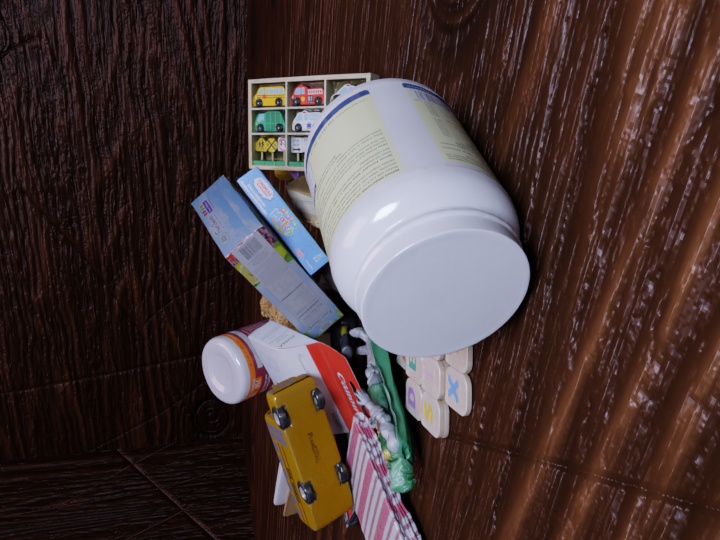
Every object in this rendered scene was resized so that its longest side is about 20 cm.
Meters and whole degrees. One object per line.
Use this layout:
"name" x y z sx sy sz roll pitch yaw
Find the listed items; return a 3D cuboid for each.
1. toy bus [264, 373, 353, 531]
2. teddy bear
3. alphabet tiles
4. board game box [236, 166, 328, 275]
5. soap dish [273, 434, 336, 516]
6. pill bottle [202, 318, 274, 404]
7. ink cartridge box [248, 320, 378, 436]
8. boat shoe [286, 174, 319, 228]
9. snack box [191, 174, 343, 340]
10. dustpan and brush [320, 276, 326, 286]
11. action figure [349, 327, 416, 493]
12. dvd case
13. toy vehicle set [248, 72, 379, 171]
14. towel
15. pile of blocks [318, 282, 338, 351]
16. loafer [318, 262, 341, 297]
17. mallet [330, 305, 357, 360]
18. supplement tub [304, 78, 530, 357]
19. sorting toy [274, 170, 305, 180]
"toy bus" -0.071 0.237 0.826 0.078 0.065 0.201 3 113 60
"teddy bear" -0.108 0.055 0.986 0.145 0.067 0.200 -54 33 21
"alphabet tiles" 0.069 0.064 0.648 0.196 0.015 0.201 -152 61 -73
"board game box" -0.108 -0.073 0.885 0.152 0.037 0.200 52 178 -9
"soap dish" -0.083 0.271 1.018 0.200 0.081 0.158 -85 8 -55
"pill bottle" -0.158 0.142 1.066 0.113 0.200 0.114 14 111 39
"ink cartridge box" -0.061 0.163 0.849 0.200 0.047 0.161 16 135 54
"boat shoe" -0.021 -0.076 0.818 0.200 0.074 0.069 28 142 48
"snack box" -0.128 -0.015 0.861 0.200 0.068 0.169 50 178 -40
"dustpan and brush" -0.083 0.073 1.163 0.140 0.057 0.201 130 144 -54
"action figure" 0.028 0.156 0.713 0.118 0.054 0.201 71 -177 -47
"dvd case" -0.009 0.289 0.952 0.200 0.022 0.147 106 157 -51
"toy vehicle set" -0.068 -0.198 0.849 0.199 0.026 0.125 7 103 30
"towel" 0.026 0.295 0.771 0.200 0.030 0.147 -117 26 -43
"pile of blocks" -0.066 0.109 1.024 0.082 0.062 0.201 85 -179 -53
"loafer" 0.000 0.000 0.826 0.071 0.073 0.200 56 167 -8
"mallet" -0.021 0.084 0.870 0.200 0.041 0.066 144 128 -86
"supplement tub" 0.038 -0.047 0.499 0.200 0.144 0.145 -108 22 -46
"sorting toy" -0.039 -0.131 0.921 0.180 0.106 0.200 59 153 24
